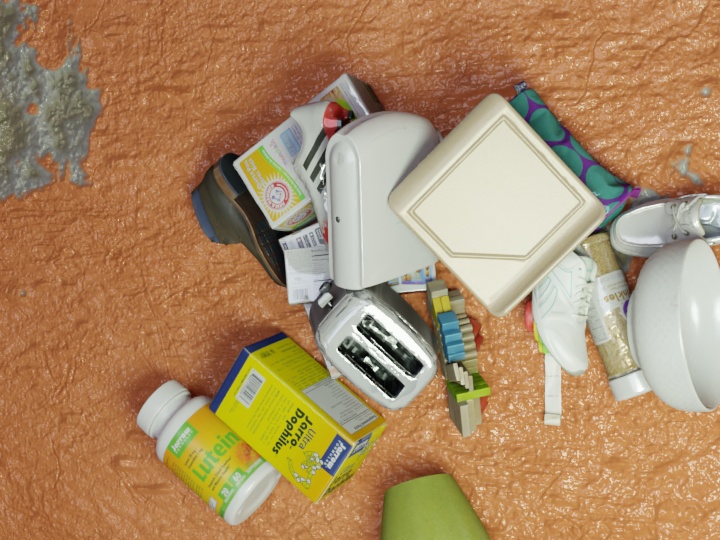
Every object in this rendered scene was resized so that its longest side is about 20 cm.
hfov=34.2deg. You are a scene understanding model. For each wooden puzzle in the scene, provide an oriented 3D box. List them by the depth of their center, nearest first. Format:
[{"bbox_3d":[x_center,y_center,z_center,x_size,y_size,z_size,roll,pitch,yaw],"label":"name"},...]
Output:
[{"bbox_3d":[0.161,-0.076,1.388,0.185,0.037,0.200,-44,92,9],"label":"wooden puzzle"}]

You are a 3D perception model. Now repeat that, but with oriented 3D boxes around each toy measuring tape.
[{"bbox_3d":[0.240,0.097,1.478,0.072,0.073,0.204,2,90,20],"label":"toy measuring tape"}]

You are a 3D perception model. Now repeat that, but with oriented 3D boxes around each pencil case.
[{"bbox_3d":[0.249,-0.139,1.466,0.092,0.085,0.200,-37,76,-20],"label":"pencil case"}]

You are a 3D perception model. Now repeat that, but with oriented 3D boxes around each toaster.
[{"bbox_3d":[0.023,0.093,1.478,0.200,0.129,0.114,44,98,-9],"label":"toaster"}]

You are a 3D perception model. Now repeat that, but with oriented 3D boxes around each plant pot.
[{"bbox_3d":[0.098,0.370,1.489,0.185,0.187,0.203,-21,68,18],"label":"plant pot"}]

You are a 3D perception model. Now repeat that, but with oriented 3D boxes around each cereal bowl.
[{"bbox_3d":[0.366,0.065,1.370,0.082,0.199,0.204,-4,89,32],"label":"cereal bowl"}]

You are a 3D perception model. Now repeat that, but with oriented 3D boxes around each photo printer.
[{"bbox_3d":[0.030,-0.093,1.444,0.069,0.165,0.203,12,110,41],"label":"photo printer"}]

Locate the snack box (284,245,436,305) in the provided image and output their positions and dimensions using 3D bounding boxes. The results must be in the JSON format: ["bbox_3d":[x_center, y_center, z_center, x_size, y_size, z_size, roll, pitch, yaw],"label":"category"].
[{"bbox_3d":[0.000,0.000,1.547,0.197,0.024,0.073,-6,81,-1],"label":"snack box"}]

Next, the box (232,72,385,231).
[{"bbox_3d":[-0.053,-0.153,1.567,0.199,0.101,0.113,-35,78,16],"label":"box"}]

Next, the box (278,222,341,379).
[{"bbox_3d":[-0.025,0.032,1.579,0.109,0.035,0.203,-22,82,4],"label":"box"}]

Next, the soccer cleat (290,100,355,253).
[{"bbox_3d":[-0.046,-0.115,1.478,0.084,0.069,0.203,6,113,26],"label":"soccer cleat"}]

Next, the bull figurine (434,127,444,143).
[{"bbox_3d":[0.141,-0.114,1.477,0.121,0.064,0.202,40,134,39],"label":"bull figurine"}]

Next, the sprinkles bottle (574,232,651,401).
[{"bbox_3d":[0.311,0.057,1.453,0.067,0.068,0.203,-23,82,18],"label":"sprinkles bottle"}]

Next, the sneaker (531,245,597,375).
[{"bbox_3d":[0.245,0.024,1.402,0.079,0.070,0.203,-20,73,27],"label":"sneaker"}]

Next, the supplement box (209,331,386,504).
[{"bbox_3d":[-0.083,0.194,1.568,0.199,0.109,0.110,39,112,16],"label":"supplement box"}]

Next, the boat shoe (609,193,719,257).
[{"bbox_3d":[0.399,-0.061,1.408,0.197,0.069,0.072,-8,79,12],"label":"boat shoe"}]

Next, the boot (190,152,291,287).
[{"bbox_3d":[-0.162,-0.057,1.639,0.096,0.074,0.202,-27,90,42],"label":"boot"}]

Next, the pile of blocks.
[{"bbox_3d":[0.137,0.108,1.511,0.061,0.082,0.203,-12,89,-10],"label":"pile of blocks"}]

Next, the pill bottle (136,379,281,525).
[{"bbox_3d":[-0.212,0.246,1.620,0.199,0.111,0.112,39,102,16],"label":"pill bottle"}]
